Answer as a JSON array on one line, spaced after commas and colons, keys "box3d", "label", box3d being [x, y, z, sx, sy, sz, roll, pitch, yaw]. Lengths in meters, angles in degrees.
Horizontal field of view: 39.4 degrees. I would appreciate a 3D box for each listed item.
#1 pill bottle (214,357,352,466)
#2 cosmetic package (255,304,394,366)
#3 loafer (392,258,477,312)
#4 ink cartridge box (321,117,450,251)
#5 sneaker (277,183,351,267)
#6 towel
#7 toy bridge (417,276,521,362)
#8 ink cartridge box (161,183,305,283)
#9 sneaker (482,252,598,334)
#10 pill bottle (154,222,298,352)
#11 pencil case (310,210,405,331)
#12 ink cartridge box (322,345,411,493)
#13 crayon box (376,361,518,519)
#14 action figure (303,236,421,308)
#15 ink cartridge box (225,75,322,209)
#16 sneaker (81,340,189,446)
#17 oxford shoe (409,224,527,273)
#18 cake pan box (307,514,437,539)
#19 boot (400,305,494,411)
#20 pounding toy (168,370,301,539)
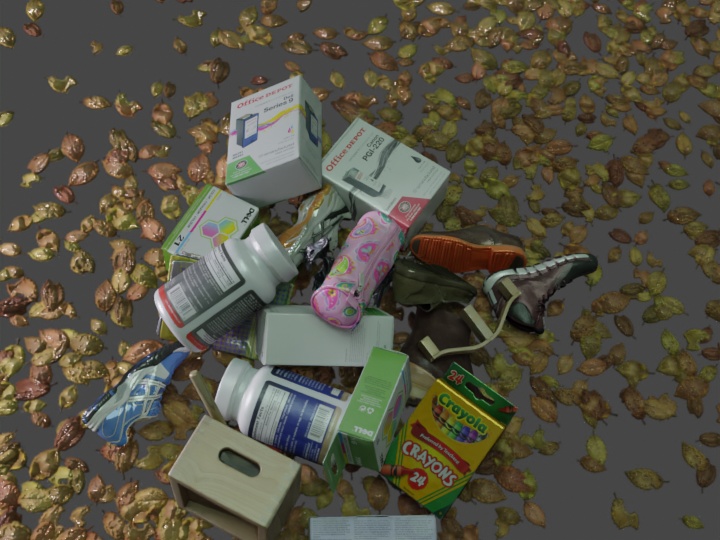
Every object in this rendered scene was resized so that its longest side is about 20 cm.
[{"box3d": [-0.114, 0.210, 1.516, 0.199, 0.116, 0.116, 21, 62, 6], "label": "pill bottle"}, {"box3d": [-0.058, 0.101, 1.558, 0.199, 0.108, 0.085, 3, 95, -15], "label": "cosmetic package"}, {"box3d": [0.113, 0.029, 1.625, 0.076, 0.200, 0.068, 36, 104, 42], "label": "loafer"}, {"box3d": [0.034, -0.152, 1.742, 0.200, 0.085, 0.146, 31, 63, 13], "label": "ink cartridge box"}, {"box3d": [-0.079, -0.047, 1.663, 0.088, 0.075, 0.200, 46, 64, -28], "label": "sneaker"}, {"box3d": [-0.217, 0.061, 1.594, 0.199, 0.023, 0.144, 15, 96, -5], "label": "towel"}, {"box3d": [0.185, 0.087, 1.596, 0.200, 0.027, 0.067, -34, 80, -23], "label": "toy bridge"}, {"box3d": [-0.202, -0.032, 1.659, 0.199, 0.076, 0.148, 25, 63, 10], "label": "ink cartridge box"}, {"box3d": [0.311, 0.046, 1.676, 0.199, 0.076, 0.116, -14, 69, -1], "label": "sneaker"}, {"box3d": [-0.201, 0.024, 1.520, 0.200, 0.116, 0.116, -35, 69, 1], "label": "pill bottle"}, {"box3d": [0.000, -0.002, 1.521, 0.087, 0.088, 0.200, 24, 46, 8], "label": "pencil case"}, {"box3d": [0.014, 0.223, 1.463, 0.059, 0.104, 0.201, 15, 57, 16], "label": "ink cartridge box"}, {"box3d": [0.129, 0.252, 1.505, 0.127, 0.051, 0.200, 34, 92, 13], "label": "crayon box"}, {"box3d": [0.000, 0.000, 1.651, 0.199, 0.102, 0.119, 4, 42, -37], "label": "action figure"}, {"box3d": [-0.145, -0.217, 1.713, 0.145, 0.088, 0.201, -17, 48, 20], "label": "ink cartridge box"}, {"box3d": [-0.332, 0.185, 1.545, 0.077, 0.076, 0.200, 49, 64, -9], "label": "sneaker"}, {"box3d": [0.182, -0.041, 1.716, 0.199, 0.071, 0.073, 10, 42, -5], "label": "oxford shoe"}, {"box3d": [0.022, 0.447, 1.440, 0.199, 0.052, 0.185, 0, 64, -5], "label": "cake pan box"}, {"box3d": [0.159, 0.150, 1.598, 0.199, 0.072, 0.167, 17, 64, 8], "label": "boot"}, {"box3d": [-0.185, 0.276, 1.435, 0.199, 0.184, 0.142, 26, 62, 9], "label": "pounding toy"}]
